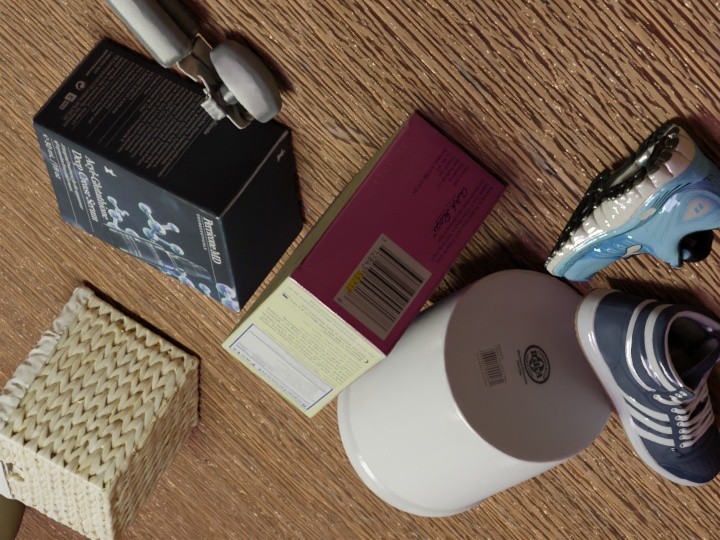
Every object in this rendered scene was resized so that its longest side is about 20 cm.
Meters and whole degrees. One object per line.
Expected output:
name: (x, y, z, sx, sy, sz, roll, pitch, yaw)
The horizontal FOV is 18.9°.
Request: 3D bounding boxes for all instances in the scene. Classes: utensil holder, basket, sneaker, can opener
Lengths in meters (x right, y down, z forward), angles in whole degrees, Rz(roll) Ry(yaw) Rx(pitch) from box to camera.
utensil holder: (0.096, 0.100, 1.765, 0.170, 0.170, 0.200, 41, 152, -9)
basket: (-0.289, 0.165, 2.334, 0.160, 0.201, 0.199, 29, 155, 11)
sneaker: (0.199, -0.025, 1.519, 0.090, 0.079, 0.200, 36, 156, -7)
can opener: (-0.142, -0.193, 1.717, 0.066, 0.053, 0.200, -34, 113, 28)
sneaker: (0.252, 0.098, 1.669, 0.108, 0.070, 0.200, 5, 137, 52)

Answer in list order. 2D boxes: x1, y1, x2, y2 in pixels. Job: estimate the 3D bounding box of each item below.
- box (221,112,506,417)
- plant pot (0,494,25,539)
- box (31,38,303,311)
box: (0.000, 0.000, 1.699, 0.097, 0.176, 0.200, 39, 155, -4)
plant pot: (-0.526, 0.284, 2.921, 0.199, 0.135, 0.201, 29, 153, 16)
box: (-0.163, -0.081, 1.854, 0.199, 0.107, 0.149, 26, 153, 20)
